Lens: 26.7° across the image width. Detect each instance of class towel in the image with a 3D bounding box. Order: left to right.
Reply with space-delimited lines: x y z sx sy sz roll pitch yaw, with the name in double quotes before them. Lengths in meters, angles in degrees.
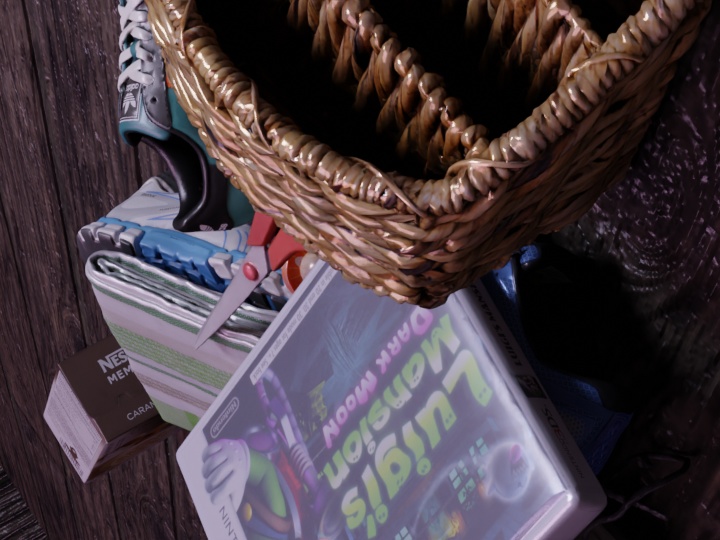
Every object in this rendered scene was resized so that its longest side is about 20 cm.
"towel" -0.089 0.066 0.972 0.149 0.031 0.200 23 154 21

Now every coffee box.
"coffee box" -0.202 0.110 1.321 0.080 0.114 0.200 57 157 7

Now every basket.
"basket" 0.005 -0.106 0.540 0.200 0.143 0.149 52 158 18

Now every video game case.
"video game case" 0.000 0.088 0.655 0.200 0.023 0.182 -52 48 29

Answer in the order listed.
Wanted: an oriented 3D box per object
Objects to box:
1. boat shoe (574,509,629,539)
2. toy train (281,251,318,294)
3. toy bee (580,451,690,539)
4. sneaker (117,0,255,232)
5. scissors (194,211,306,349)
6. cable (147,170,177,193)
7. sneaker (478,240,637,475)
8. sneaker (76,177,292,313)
"boat shoe" 0.079 0.122 0.800 0.200 0.057 0.067 20 111 45
"toy train" 0.000 0.000 0.808 0.200 0.056 0.150 57 159 9
"toy bee" 0.058 0.162 0.697 0.200 0.131 0.109 -10 102 42
"sneaker" -0.107 -0.116 0.857 0.071 0.080 0.200 -2 113 66
"scissors" -0.049 -0.002 0.807 0.073 0.014 0.200 38 135 17
"cable" -0.096 -0.002 1.021 0.200 0.050 0.097 47 155 23
"sneaker" 0.063 0.014 0.676 0.089 0.078 0.200 -52 47 23
"sneaker" -0.076 -0.015 0.943 0.200 0.087 0.075 20 144 24
